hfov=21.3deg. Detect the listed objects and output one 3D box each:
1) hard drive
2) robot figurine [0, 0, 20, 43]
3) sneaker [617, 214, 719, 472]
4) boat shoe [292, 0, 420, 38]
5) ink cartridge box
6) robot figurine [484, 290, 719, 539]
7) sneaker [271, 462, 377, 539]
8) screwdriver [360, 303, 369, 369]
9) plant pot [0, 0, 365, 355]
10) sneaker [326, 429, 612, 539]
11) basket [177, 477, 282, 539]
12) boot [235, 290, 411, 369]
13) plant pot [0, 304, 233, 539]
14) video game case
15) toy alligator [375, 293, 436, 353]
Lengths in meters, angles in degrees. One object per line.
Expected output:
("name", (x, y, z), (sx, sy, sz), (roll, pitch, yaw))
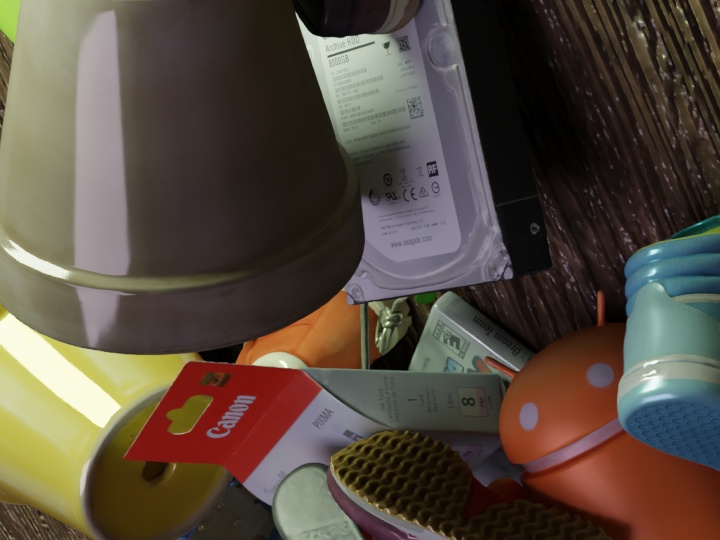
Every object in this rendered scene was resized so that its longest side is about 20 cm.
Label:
("hard drive", (0.024, -0.087, 1.032), (0.140, 0.038, 0.200), (-9, 93, 50))
("robot figurine", (-0.177, -0.190, 1.142), (0.200, 0.116, 0.175), (50, 157, -2))
("sneaker", (0.211, 0.044, 0.998), (0.080, 0.131, 0.200), (-24, 142, 38))
("boat shoe", (-0.033, -0.211, 0.976), (0.072, 0.065, 0.200), (-22, 88, 46))
("ink cartridge box", (-0.030, 0.111, 1.189), (0.163, 0.200, 0.057), (127, 137, -56))
("robot figurine", (0.152, 0.116, 1.077), (0.200, 0.117, 0.144), (59, 151, -1))
("sneaker", (0.025, 0.207, 1.127), (0.108, 0.067, 0.201), (33, -158, -50))
("screwdriver", (0.000, 0.000, 1.179), (0.029, 0.028, 0.200), (-136, 40, -53))
("plant pot", (-0.098, -0.083, 0.968), (0.200, 0.200, 0.174), (22, 129, 32))
("sneaker", (0.056, 0.162, 1.071), (0.200, 0.075, 0.090), (26, 131, 42))
("basket", (-0.072, 0.214, 1.384), (0.139, 0.176, 0.200), (47, 162, -23))
("boot", (-0.054, 0.072, 1.277), (0.075, 0.107, 0.200), (46, 147, -2))
("plant pot", (-0.186, 0.093, 1.323), (0.189, 0.201, 0.201), (35, 146, 42))
("video game case", (0.100, 0.127, 1.235), (0.182, 0.024, 0.200), (37, 144, 14))
("toy alligator", (0.050, -0.015, 1.128), (0.054, 0.059, 0.200), (4, 141, -8))
